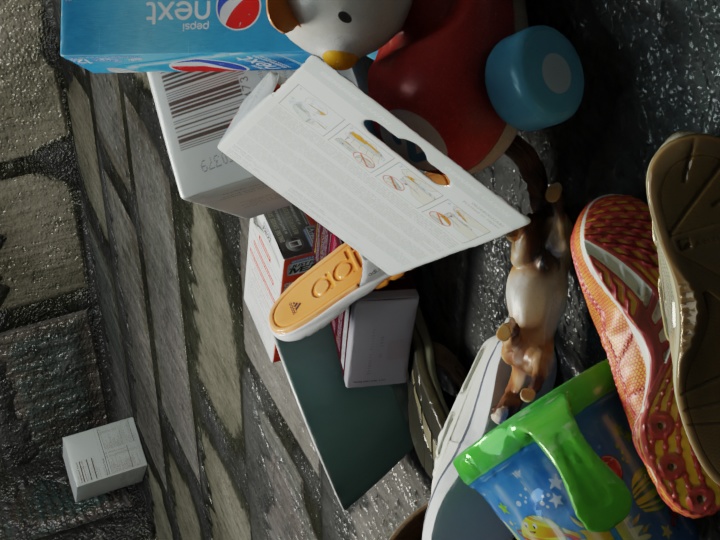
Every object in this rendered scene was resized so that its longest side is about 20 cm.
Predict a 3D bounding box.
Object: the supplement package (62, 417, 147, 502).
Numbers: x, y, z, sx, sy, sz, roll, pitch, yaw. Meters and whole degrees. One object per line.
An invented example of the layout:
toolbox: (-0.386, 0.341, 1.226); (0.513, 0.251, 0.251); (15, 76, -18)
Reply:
supplement package: (-0.714, 0.527, 3.122); (0.192, 0.198, 0.148); (122, 130, -62)

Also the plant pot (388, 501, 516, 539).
plant pot: (0.106, 0.303, 0.914); (0.201, 0.185, 0.188); (82, 163, -56)

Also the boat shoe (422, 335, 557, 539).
boat shoe: (0.090, 0.141, 0.864); (0.070, 0.070, 0.202); (-7, 63, 68)

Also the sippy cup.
sippy cup: (0.150, 0.147, 0.745); (0.140, 0.177, 0.131); (-42, 73, 35)

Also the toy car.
toy car: (0.007, -0.158, 0.712); (0.184, 0.198, 0.179); (-13, 74, 54)

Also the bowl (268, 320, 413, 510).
bowl: (-0.008, 0.123, 1.117); (0.201, 0.104, 0.203); (157, 90, -87)

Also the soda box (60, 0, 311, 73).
soda box: (-0.117, -0.186, 0.831); (0.064, 0.198, 0.069); (11, -100, -80)

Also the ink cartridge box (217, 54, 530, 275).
ink cartridge box: (0.006, -0.073, 0.710); (0.162, 0.050, 0.200); (36, 158, -14)

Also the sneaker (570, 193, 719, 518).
sneaker: (0.185, 0.050, 0.690); (0.077, 0.072, 0.202); (66, -171, -80)

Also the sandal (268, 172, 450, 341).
sandal: (-0.005, -0.019, 0.935); (0.059, 0.206, 0.079); (46, -172, -41)

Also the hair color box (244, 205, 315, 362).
hair color box: (-0.092, 0.005, 1.357); (0.201, 0.063, 0.111); (100, 150, -50)

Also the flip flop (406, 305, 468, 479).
flip flop: (0.072, 0.104, 1.018); (0.082, 0.057, 0.201); (99, 165, -45)

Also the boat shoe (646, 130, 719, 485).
boat shoe: (0.200, 0.021, 0.620); (0.065, 0.071, 0.202); (-45, -60, -73)

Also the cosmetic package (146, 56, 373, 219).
cosmetic package: (-0.070, -0.150, 0.956); (0.200, 0.163, 0.167); (4, -111, -81)

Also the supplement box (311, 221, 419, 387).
supplement box: (0.000, 0.000, 1.054); (0.201, 0.060, 0.110); (-107, 18, -47)

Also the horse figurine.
horse figurine: (0.117, 0.012, 0.770); (0.132, 0.049, 0.203); (20, -105, -76)
